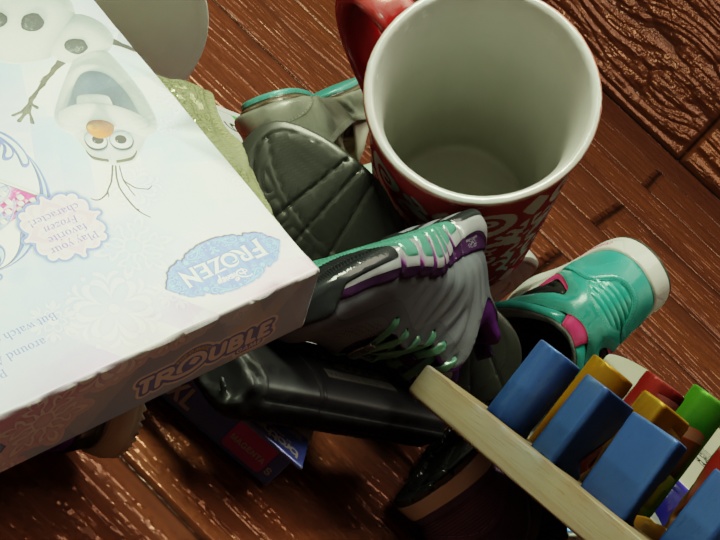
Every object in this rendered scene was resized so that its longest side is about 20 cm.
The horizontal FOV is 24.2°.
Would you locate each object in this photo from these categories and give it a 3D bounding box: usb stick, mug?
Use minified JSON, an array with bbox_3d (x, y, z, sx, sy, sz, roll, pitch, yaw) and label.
[{"bbox_3d":[-0.017,0.059,0.832,0.055,0.033,0.200,44,13,28],"label":"usb stick"},{"bbox_3d":[0.062,-0.087,1.030,0.200,0.133,0.178,93,-13,-71],"label":"mug"}]

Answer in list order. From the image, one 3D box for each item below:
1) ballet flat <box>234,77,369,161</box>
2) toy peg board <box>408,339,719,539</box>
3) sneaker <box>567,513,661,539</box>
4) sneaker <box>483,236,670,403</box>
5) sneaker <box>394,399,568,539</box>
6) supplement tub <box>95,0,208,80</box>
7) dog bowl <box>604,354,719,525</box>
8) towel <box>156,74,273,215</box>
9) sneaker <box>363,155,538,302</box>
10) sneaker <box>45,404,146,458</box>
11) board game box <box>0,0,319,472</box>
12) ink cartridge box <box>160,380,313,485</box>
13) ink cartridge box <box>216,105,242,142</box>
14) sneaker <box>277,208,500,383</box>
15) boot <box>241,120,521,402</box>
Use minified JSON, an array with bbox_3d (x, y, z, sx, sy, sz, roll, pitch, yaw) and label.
[{"bbox_3d":[-0.029,-0.087,1.096,0.064,0.067,0.200,69,18,-3],"label":"ballet flat"},{"bbox_3d":[0.161,0.106,0.833,0.199,0.098,0.200,37,0,-43],"label":"toy peg board"},{"bbox_3d":[0.185,0.199,1.017,0.200,0.076,0.077,33,23,2],"label":"sneaker"},{"bbox_3d":[0.111,0.056,1.122,0.121,0.200,0.084,-33,84,-32],"label":"sneaker"},{"bbox_3d":[0.082,0.129,0.969,0.088,0.076,0.200,54,23,-1],"label":"sneaker"},{"bbox_3d":[-0.178,-0.191,1.014,0.145,0.145,0.200,28,21,-40],"label":"supplement tub"},{"bbox_3d":[0.209,0.153,1.153,0.200,0.079,0.200,38,17,-14],"label":"dog bowl"},{"bbox_3d":[-0.144,-0.057,0.846,0.200,0.036,0.148,-1,40,-34],"label":"towel"},{"bbox_3d":[0.056,-0.034,1.268,0.200,0.074,0.118,9,43,-57],"label":"sneaker"},{"bbox_3d":[-0.157,-0.015,0.705,0.099,0.070,0.200,1,59,-36],"label":"sneaker"},{"bbox_3d":[-0.154,-0.021,0.643,0.200,0.043,0.199,-25,61,-30],"label":"board game box"},{"bbox_3d":[-0.073,0.036,0.876,0.119,0.042,0.200,42,14,-10],"label":"ink cartridge box"},{"bbox_3d":[-0.088,-0.058,1.055,0.200,0.050,0.109,18,29,-55],"label":"ink cartridge box"},{"bbox_3d":[0.024,0.026,0.845,0.200,0.074,0.088,-21,94,-59],"label":"sneaker"},{"bbox_3d":[0.000,0.002,1.009,0.204,0.073,0.154,43,-7,-3],"label":"boot"}]
